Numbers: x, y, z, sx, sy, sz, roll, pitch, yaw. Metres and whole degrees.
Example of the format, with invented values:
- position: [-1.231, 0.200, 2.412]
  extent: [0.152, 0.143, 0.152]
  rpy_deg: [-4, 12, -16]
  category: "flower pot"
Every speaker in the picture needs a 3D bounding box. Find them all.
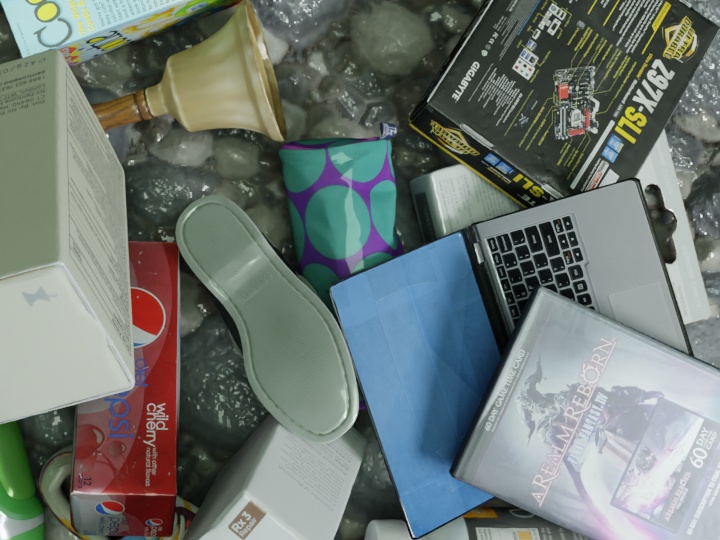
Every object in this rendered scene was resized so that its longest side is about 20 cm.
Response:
- position: [-0.278, 0.102, 1.077]
  extent: [0.088, 0.088, 0.201]
  rpy_deg: [-14, 91, -9]
  category: "speaker"

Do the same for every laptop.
- position: [0.113, 0.061, 1.068]
  extent: [0.199, 0.116, 0.188]
  rpy_deg: [-16, 98, 25]
  category: "laptop"

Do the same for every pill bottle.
- position: [0.105, 0.227, 1.118]
  extent: [0.199, 0.116, 0.117]
  rpy_deg: [3, 89, -9]
  category: "pill bottle"

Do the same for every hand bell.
- position: [-0.161, -0.116, 1.113]
  extent: [0.199, 0.104, 0.105]
  rpy_deg: [-15, 91, 5]
  category: "hand bell"

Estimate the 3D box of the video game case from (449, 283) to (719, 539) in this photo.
- position: [0.179, 0.115, 1.066]
  extent: [0.199, 0.019, 0.143]
  rpy_deg: [24, 92, -8]
  category: "video game case"

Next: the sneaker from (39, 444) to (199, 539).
- position: [-0.137, 0.191, 1.095]
  extent: [0.199, 0.090, 0.075]
  rpy_deg: [28, 86, -6]
  category: "sneaker"

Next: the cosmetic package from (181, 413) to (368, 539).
- position: [-0.061, 0.161, 1.040]
  extent: [0.074, 0.200, 0.102]
  rpy_deg: [39, 108, -5]
  category: "cosmetic package"

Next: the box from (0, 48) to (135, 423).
- position: [-0.219, -0.022, 1.009]
  extent: [0.108, 0.128, 0.201]
  rpy_deg: [-15, 47, 5]
  category: "box"

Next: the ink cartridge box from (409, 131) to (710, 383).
- position: [0.150, -0.014, 1.172]
  extent: [0.199, 0.057, 0.164]
  rpy_deg: [-15, 91, -23]
  category: "ink cartridge box"

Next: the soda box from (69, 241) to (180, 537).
- position: [-0.158, 0.077, 1.059]
  extent: [0.070, 0.064, 0.201]
  rpy_deg: [2, 55, -9]
  category: "soda box"

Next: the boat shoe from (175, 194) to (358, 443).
- position: [-0.056, 0.035, 1.078]
  extent: [0.075, 0.060, 0.201]
  rpy_deg: [-31, 69, 5]
  category: "boat shoe"

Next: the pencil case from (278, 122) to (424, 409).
- position: [0.000, 0.000, 1.122]
  extent: [0.092, 0.085, 0.201]
  rpy_deg: [-12, 92, -52]
  category: "pencil case"

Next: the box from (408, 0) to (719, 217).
- position: [0.151, -0.144, 1.141]
  extent: [0.159, 0.049, 0.201]
  rpy_deg: [35, 69, -8]
  category: "box"

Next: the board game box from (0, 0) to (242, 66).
- position: [-0.157, -0.221, 1.092]
  extent: [0.199, 0.103, 0.105]
  rpy_deg: [-21, 93, -9]
  category: "board game box"
